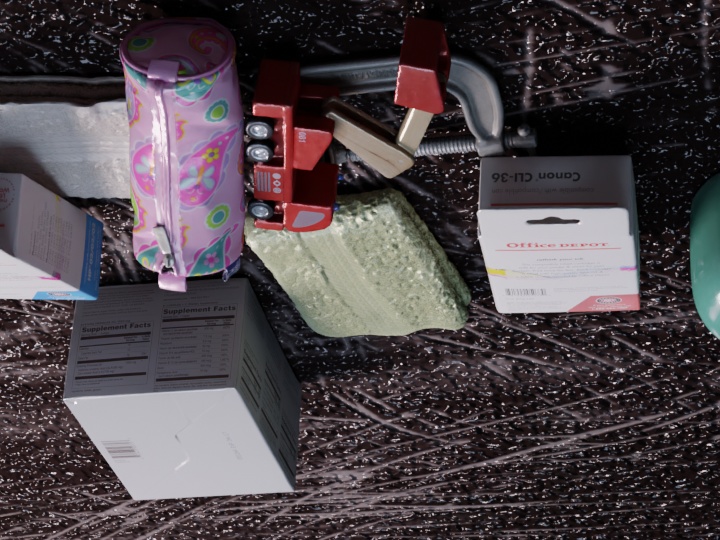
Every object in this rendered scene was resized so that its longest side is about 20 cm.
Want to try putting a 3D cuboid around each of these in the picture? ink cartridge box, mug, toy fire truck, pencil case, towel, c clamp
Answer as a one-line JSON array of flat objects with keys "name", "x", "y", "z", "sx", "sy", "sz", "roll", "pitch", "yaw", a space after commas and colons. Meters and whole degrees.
[{"name": "ink cartridge box", "x": -0.288, "y": -0.029, "z": 1.671, "sx": 0.115, "sy": 0.068, "sz": 0.200, "roll": 1, "pitch": 168, "yaw": 16}, {"name": "mug", "x": 0.342, "y": 0.005, "z": 1.664, "sx": 0.184, "sy": 0.115, "sz": 0.152, "roll": 17, "pitch": 147, "yaw": -19}, {"name": "ink cartridge box", "x": 0.152, "y": -0.033, "z": 1.646, "sx": 0.116, "sy": 0.068, "sz": 0.200, "roll": -1, "pitch": 158, "yaw": 8}, {"name": "toy fire truck", "x": -0.010, "y": -0.099, "z": 1.562, "sx": 0.140, "sy": 0.049, "sz": 0.200, "roll": 6, "pitch": 142, "yaw": 3}, {"name": "pencil case", "x": -0.127, "y": -0.083, "z": 1.559, "sx": 0.087, "sy": 0.088, "sz": 0.201, "roll": 4, "pitch": 130, "yaw": 1}, {"name": "towel", "x": 0.000, "y": 0.000, "z": 1.778, "sx": 0.148, "sy": 0.037, "sz": 0.200, "roll": -8, "pitch": 147, "yaw": 18}, {"name": "towel", "x": -0.224, "y": -0.098, "z": 1.646, "sx": 0.199, "sy": 0.035, "sz": 0.133, "roll": 1, "pitch": 148, "yaw": 6}, {"name": "c clamp", "x": 0.034, "y": -0.103, "z": 1.609, "sx": 0.199, "sy": 0.027, "sz": 0.171, "roll": -1, "pitch": 148, "yaw": 9}]

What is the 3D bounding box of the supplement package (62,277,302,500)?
[{"name": "supplement package", "x": -0.151, "y": 0.106, "z": 1.901, "sx": 0.155, "sy": 0.111, "sz": 0.200, "roll": -4, "pitch": 148, "yaw": 12}]
